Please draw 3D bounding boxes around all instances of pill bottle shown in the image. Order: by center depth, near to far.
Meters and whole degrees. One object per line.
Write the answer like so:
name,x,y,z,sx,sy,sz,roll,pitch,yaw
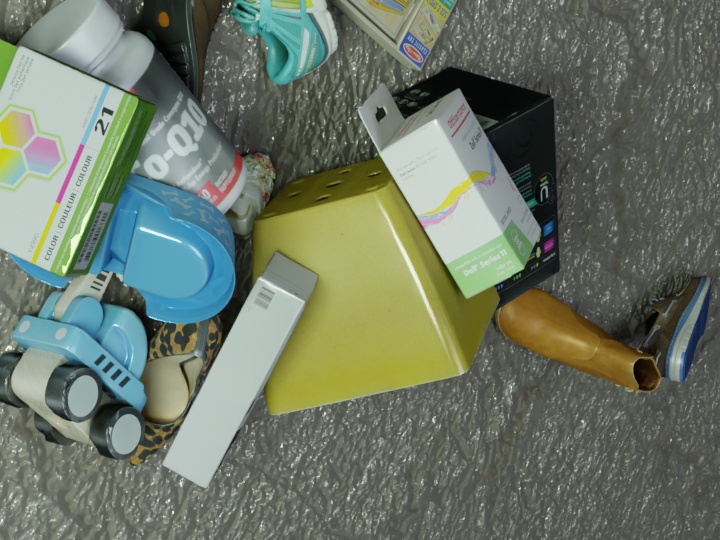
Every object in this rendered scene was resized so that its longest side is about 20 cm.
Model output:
pill bottle,-0.194,-0.125,1.455,0.114,0.113,0.200,-49,120,-18

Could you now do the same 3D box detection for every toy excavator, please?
toy excavator,-0.241,0.036,1.532,0.195,0.099,0.201,50,58,-43

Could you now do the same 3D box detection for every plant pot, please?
plant pot,0.000,0.000,1.653,0.200,0.198,0.178,-55,129,-66

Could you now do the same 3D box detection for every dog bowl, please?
dog bowl,-0.193,-0.029,1.427,0.050,0.198,0.112,-74,-176,-50

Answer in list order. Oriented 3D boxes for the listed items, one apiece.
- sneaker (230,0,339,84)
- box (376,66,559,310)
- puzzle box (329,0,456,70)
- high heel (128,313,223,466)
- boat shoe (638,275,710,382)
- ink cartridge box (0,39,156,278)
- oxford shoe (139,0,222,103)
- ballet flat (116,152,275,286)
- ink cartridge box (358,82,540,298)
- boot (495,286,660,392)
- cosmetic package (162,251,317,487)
sneaker,-0.081,-0.251,1.574,0.079,0.077,0.201,-40,133,-15
box,0.110,-0.082,1.788,0.124,0.148,0.202,-29,127,-36
puzzle box,0.028,-0.298,1.698,0.200,0.025,0.134,33,83,-48
high heel,-0.177,0.111,1.572,0.071,0.143,0.202,17,108,-13
boat shoe,0.393,0.063,2.198,0.200,0.072,0.073,-53,147,-54
ink cartridge box,-0.278,-0.100,1.336,0.076,0.198,0.149,-4,118,-85
oxford shoe,-0.150,-0.208,1.522,0.084,0.072,0.202,-29,133,-49
ballet flat,-0.139,-0.039,1.613,0.200,0.064,0.076,-38,134,-29
ink cartridge box,0.084,-0.090,1.616,0.201,0.067,0.117,58,22,-11
boot,0.257,0.081,2.018,0.201,0.143,0.071,27,87,-48
cosmetic package,-0.106,0.089,1.563,0.201,0.050,0.083,-62,-177,18
